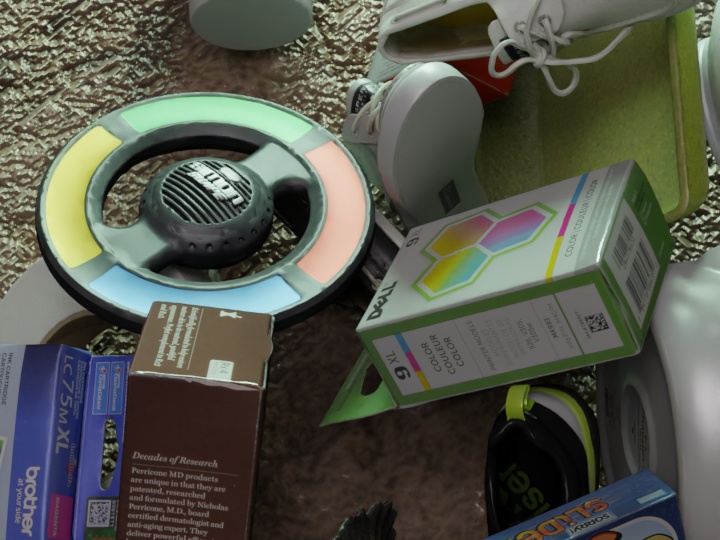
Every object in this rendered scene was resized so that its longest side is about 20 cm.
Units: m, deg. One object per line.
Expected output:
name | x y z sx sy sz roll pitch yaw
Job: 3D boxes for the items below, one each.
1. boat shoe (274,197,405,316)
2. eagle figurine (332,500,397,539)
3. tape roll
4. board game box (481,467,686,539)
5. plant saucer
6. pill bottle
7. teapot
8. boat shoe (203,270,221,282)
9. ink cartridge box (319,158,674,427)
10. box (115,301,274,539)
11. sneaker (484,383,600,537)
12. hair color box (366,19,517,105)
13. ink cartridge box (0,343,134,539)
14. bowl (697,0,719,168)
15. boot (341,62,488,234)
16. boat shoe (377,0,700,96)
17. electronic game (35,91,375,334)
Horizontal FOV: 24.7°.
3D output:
boat shoe | 0.000 0.000 1.032 0.200 0.074 0.060 40 75 10
eagle figurine | -0.005 0.247 0.914 0.200 0.152 0.151 -42 50 -3
tape roll | -0.155 0.079 0.994 0.202 0.037 0.204 -8 76 32
board game box | 0.078 0.199 0.829 0.199 0.034 0.136 -22 112 -12
plant saucer | 0.144 -0.092 1.005 0.048 0.199 0.201 10 67 -29
pill bottle | -0.076 -0.256 1.111 0.111 0.112 0.201 -6 70 5
teapot | 0.221 0.088 0.916 0.145 0.201 0.198 -4 56 -7
boat shoe | -0.107 0.095 1.012 0.057 0.067 0.202 -4 73 1
ink cartridge box | 0.063 0.015 0.898 0.199 0.060 0.104 -17 26 31
box | -0.091 0.129 0.872 0.074 0.100 0.201 8 109 -3
sneaker | 0.092 0.158 0.882 0.071 0.083 0.202 -6 95 26
hair color box | 0.074 -0.202 1.070 0.061 0.101 0.201 24 72 -22
ink cartridge box | -0.226 0.104 0.954 0.199 0.042 0.120 -1 77 20
bowl | 0.259 -0.106 0.988 0.090 0.201 0.203 -15 66 30
boot | 0.021 -0.082 0.987 0.073 0.200 0.096 -40 67 -12
boat shoe | 0.094 -0.139 0.916 0.201 0.075 0.087 2 59 31
electronic game | -0.090 -0.035 0.964 0.198 0.042 0.201 3 46 -3
